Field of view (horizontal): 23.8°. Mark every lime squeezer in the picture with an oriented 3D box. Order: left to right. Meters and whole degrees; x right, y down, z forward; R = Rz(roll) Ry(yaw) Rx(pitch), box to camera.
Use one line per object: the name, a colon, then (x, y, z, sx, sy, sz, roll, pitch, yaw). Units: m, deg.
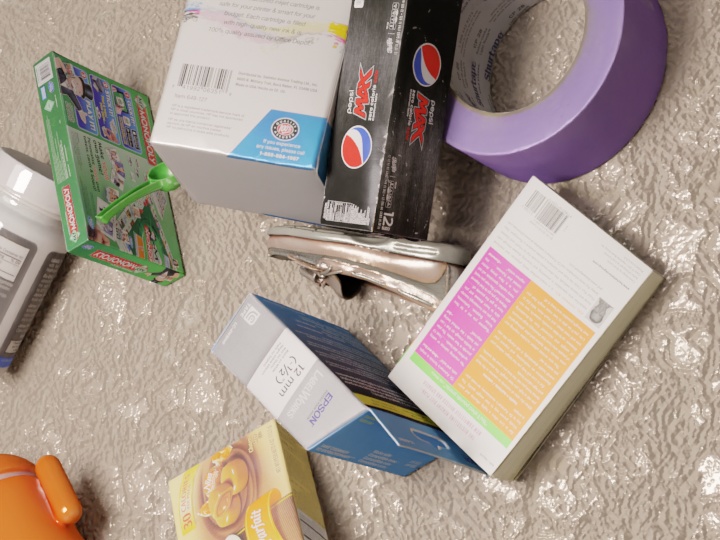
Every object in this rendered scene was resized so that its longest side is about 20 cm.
lime squeezer: (-0.181, -0.120, 1.569, 0.038, 0.070, 0.202, 1, 63, 52)

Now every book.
book: (0.126, 0.044, 1.345, 0.133, 0.048, 0.201, 41, 100, 29)

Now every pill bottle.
pill bottle: (-0.353, -0.010, 1.668, 0.113, 0.113, 0.201, 31, 95, 37)

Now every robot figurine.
robot figurine: (-0.319, 0.252, 1.565, 0.200, 0.116, 0.145, 50, 144, 34)

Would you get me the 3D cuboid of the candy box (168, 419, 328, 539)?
candy box: (-0.086, 0.234, 1.403, 0.115, 0.055, 0.201, -32, 45, 15)

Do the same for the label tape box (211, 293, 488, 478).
label tape box: (-0.008, 0.111, 1.367, 0.066, 0.143, 0.200, -53, 54, 10)

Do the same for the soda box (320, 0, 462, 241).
soda box: (0.025, -0.128, 1.356, 0.063, 0.070, 0.202, 10, 91, 43)

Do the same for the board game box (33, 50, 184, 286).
board game box: (-0.234, -0.094, 1.594, 0.029, 0.134, 0.202, -28, 62, 25)

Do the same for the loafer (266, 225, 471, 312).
loafer: (0.000, 0.000, 1.445, 0.198, 0.072, 0.064, 7, 89, 33)

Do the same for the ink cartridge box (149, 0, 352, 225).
ink cartridge box: (-0.068, -0.162, 1.440, 0.146, 0.145, 0.202, 10, 74, 14)

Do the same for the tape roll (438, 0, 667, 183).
tape roll: (0.141, -0.178, 1.384, 0.198, 0.085, 0.202, -11, 71, 32)
